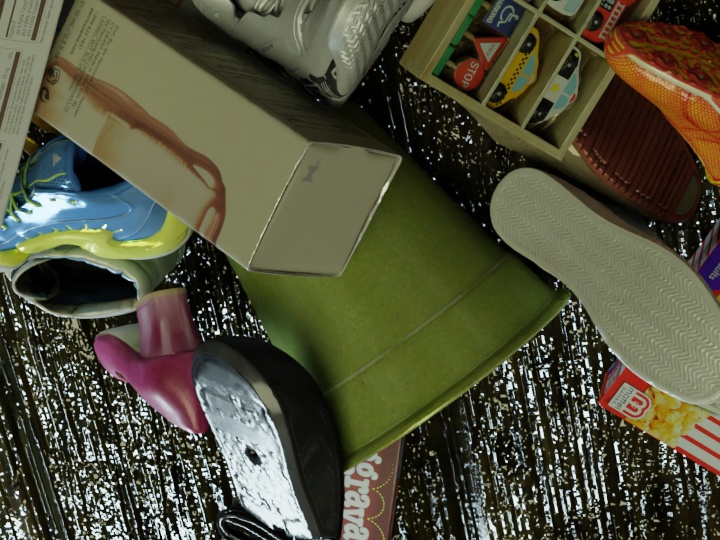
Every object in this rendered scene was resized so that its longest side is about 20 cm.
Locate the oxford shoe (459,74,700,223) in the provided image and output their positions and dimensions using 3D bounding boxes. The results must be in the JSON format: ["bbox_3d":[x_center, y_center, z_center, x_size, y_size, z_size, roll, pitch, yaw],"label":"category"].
[{"bbox_3d":[0.131,-0.096,1.329,0.200,0.071,0.075,39,151,-13],"label":"oxford shoe"}]

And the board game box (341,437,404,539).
[{"bbox_3d":[-0.025,0.167,1.524,0.103,0.019,0.200,11,119,8],"label":"board game box"}]

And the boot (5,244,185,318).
[{"bbox_3d":[-0.227,-0.018,1.434,0.199,0.096,0.074,6,119,12],"label":"boot"}]

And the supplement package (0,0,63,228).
[{"bbox_3d":[-0.262,-0.154,1.271,0.111,0.156,0.200,5,124,-26],"label":"supplement package"}]

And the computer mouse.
[{"bbox_3d":[-0.049,0.113,1.302,0.138,0.053,0.200,24,139,41],"label":"computer mouse"}]

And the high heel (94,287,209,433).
[{"bbox_3d":[-0.134,0.078,1.416,0.067,0.200,0.096,-9,79,-21],"label":"high heel"}]

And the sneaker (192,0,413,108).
[{"bbox_3d":[-0.039,-0.156,1.215,0.115,0.200,0.075,35,85,-2],"label":"sneaker"}]

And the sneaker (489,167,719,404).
[{"bbox_3d":[0.181,0.010,1.302,0.200,0.115,0.074,47,108,30],"label":"sneaker"}]

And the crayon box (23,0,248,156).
[{"bbox_3d":[-0.154,-0.148,1.371,0.126,0.052,0.200,38,119,-7],"label":"crayon box"}]

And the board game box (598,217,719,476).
[{"bbox_3d":[0.282,0.075,1.377,0.200,0.046,0.152,30,121,-2],"label":"board game box"}]

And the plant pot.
[{"bbox_3d":[0.000,0.000,1.348,0.200,0.200,0.190,-37,91,28],"label":"plant pot"}]

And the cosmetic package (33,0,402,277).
[{"bbox_3d":[-0.089,-0.083,1.243,0.200,0.103,0.087,35,106,31],"label":"cosmetic package"}]

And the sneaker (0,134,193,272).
[{"bbox_3d":[-0.209,-0.055,1.346,0.199,0.076,0.105,-4,150,6],"label":"sneaker"}]

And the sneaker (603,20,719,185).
[{"bbox_3d":[0.220,-0.086,1.262,0.200,0.073,0.077,27,124,-26],"label":"sneaker"}]

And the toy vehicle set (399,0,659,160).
[{"bbox_3d":[0.122,-0.177,1.220,0.124,0.027,0.200,25,100,-37],"label":"toy vehicle set"}]

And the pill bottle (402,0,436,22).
[{"bbox_3d":[-0.012,-0.252,1.242,0.200,0.114,0.114,38,120,-8],"label":"pill bottle"}]
